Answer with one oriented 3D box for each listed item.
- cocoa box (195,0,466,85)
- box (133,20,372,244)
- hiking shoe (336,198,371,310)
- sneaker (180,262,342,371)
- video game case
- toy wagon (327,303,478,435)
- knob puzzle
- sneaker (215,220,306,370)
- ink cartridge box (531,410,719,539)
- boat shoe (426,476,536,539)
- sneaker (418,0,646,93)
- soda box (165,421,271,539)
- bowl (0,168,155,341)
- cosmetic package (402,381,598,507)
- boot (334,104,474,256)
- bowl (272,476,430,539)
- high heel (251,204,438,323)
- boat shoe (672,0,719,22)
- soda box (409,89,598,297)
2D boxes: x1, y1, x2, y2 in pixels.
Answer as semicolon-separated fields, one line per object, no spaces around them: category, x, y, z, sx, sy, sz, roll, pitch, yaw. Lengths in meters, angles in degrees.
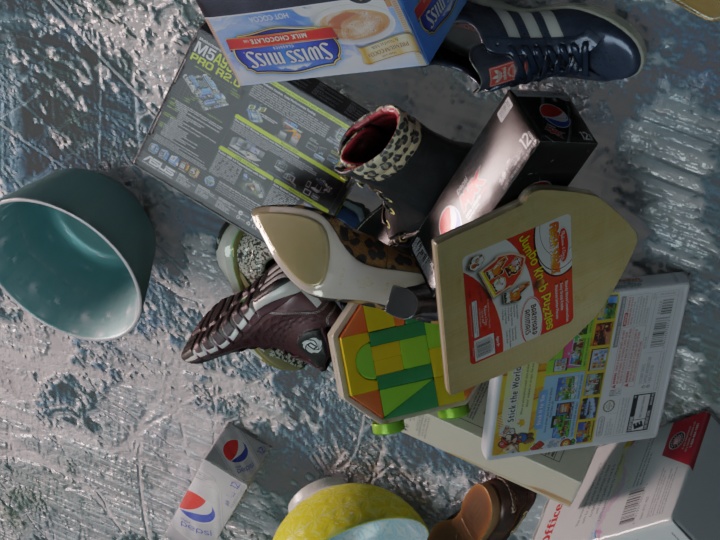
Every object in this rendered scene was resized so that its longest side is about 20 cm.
cocoa box;-0.024;-0.250;1.415;0.199;0.134;0.132;-2;131;33
box;-0.097;-0.121;1.614;0.199;0.044;0.161;30;116;0
hiking shoe;0.000;0.000;1.684;0.200;0.087;0.074;39;139;-8
sneaker;-0.091;0.073;1.715;0.115;0.076;0.200;42;135;-16
video game case;0.211;0.093;1.607;0.180;0.023;0.201;-7;130;-12
toy wagon;0.069;0.070;1.654;0.040;0.198;0.157;-165;64;-76
knob puzzle;0.153;0.001;1.485;0.030;0.218;0.221;50;159;46
sneaker;-0.085;0.034;1.763;0.088;0.077;0.201;20;143;43
ink cartridge box;0.282;0.242;1.708;0.083;0.146;0.199;44;138;-18
boat shoe;0.136;0.295;1.908;0.071;0.070;0.200;67;148;23
sneaker;0.138;-0.180;1.423;0.198;0.085;0.075;11;136;22
soda box;-0.177;0.272;2.078;0.063;0.068;0.200;31;140;1
bowl;-0.300;-0.031;1.824;0.199;0.105;0.202;18;137;17
cosmetic package;0.147;0.148;1.724;0.199;0.106;0.071;25;152;9
boot;0.025;-0.077;1.559;0.153;0.074;0.203;22;142;-38
bowl;-0.029;0.307;1.975;0.201;0.199;0.108;102;147;-48
high heel;0.000;-0.007;1.579;0.199;0.142;0.072;31;103;22
boat shoe;0.215;-0.256;1.306;0.200;0.076;0.072;40;139;-10
soda box;0.121;-0.064;1.472;0.200;0.070;0.064;-57;47;39
